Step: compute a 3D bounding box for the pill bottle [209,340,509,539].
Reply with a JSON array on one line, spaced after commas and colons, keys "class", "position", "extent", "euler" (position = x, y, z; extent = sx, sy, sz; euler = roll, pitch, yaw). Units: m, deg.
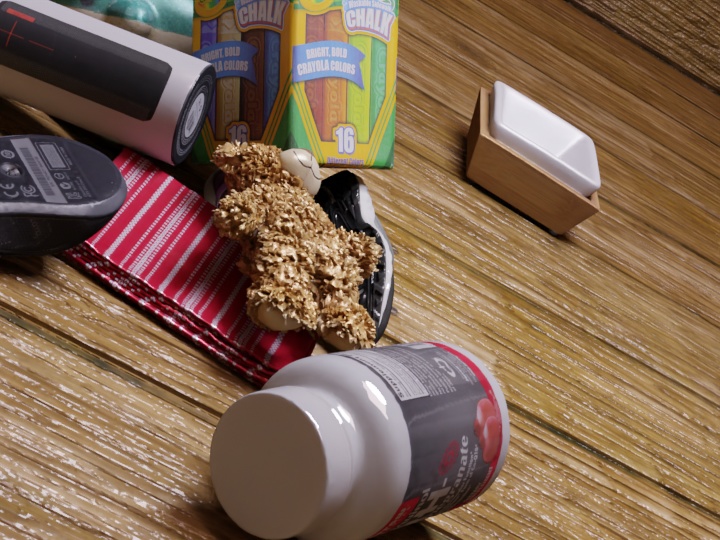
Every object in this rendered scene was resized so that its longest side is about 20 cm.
[{"class": "pill bottle", "position": [0.000, 0.103, 0.949], "extent": [0.111, 0.111, 0.199], "euler": [42, 22, 23]}]

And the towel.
[{"class": "towel", "position": [-0.111, -0.005, 1.114], "extent": [0.199, 0.023, 0.145], "euler": [33, 32, 0]}]

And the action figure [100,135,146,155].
[{"class": "action figure", "position": [-0.167, -0.133, 1.321], "extent": [0.118, 0.055, 0.200], "euler": [37, 16, 17]}]

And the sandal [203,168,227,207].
[{"class": "sandal", "position": [-0.082, -0.046, 1.248], "extent": [0.082, 0.050, 0.203], "euler": [29, 22, -12]}]

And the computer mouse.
[{"class": "computer mouse", "position": [-0.246, -0.047, 1.005], "extent": [0.199, 0.053, 0.139], "euler": [0, 38, -32]}]

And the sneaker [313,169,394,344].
[{"class": "sneaker", "position": [0.000, 0.000, 1.245], "extent": [0.080, 0.074, 0.201], "euler": [54, 16, -32]}]

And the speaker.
[{"class": "speaker", "position": [-0.213, -0.151, 1.184], "extent": [0.199, 0.082, 0.081], "euler": [22, 19, 6]}]

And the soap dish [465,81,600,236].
[{"class": "soap dish", "position": [0.192, -0.128, 1.805], "extent": [0.157, 0.082, 0.200], "euler": [31, 20, -7]}]

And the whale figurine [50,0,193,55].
[{"class": "whale figurine", "position": [-0.169, -0.222, 1.364], "extent": [0.198, 0.105, 0.159], "euler": [13, 4, 12]}]

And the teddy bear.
[{"class": "teddy bear", "position": [-0.043, -0.022, 1.113], "extent": [0.144, 0.067, 0.201], "euler": [25, 31, -15]}]

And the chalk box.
[{"class": "chalk box", "position": [-0.052, -0.183, 1.262], "extent": [0.123, 0.202, 0.124], "euler": [5, 6, 43]}]
